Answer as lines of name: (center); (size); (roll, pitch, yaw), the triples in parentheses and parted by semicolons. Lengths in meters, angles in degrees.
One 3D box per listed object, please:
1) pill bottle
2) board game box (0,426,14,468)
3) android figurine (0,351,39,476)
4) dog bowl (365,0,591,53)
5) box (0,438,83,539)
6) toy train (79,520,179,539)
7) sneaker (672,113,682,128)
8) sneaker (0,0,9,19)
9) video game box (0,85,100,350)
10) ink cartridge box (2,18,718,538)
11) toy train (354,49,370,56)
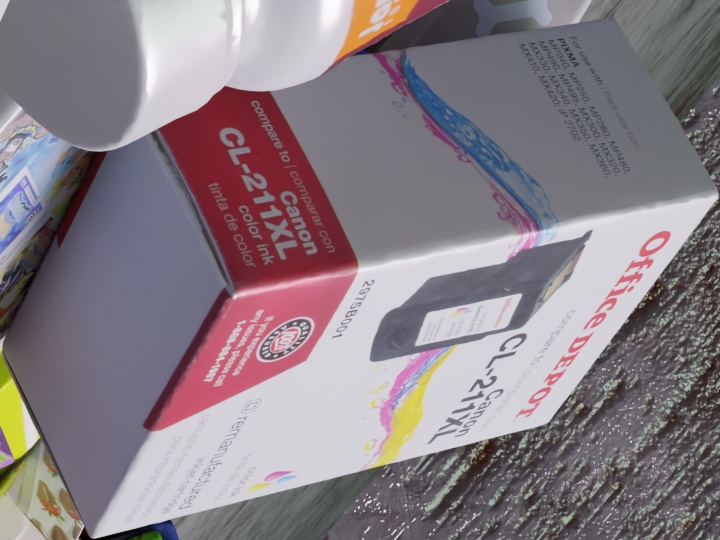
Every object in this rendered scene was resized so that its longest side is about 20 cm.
pill bottle: (-0.010, -0.117, 0.740); (0.200, 0.114, 0.114); (-32, 165, -29)
board game box: (-0.182, 0.067, 0.893); (0.119, 0.032, 0.200); (-21, 171, -2)
android figurine: (-0.161, 0.060, 1.089); (0.200, 0.041, 0.182); (-47, 172, -15)
dog bowl: (0.030, -0.101, 1.076); (0.200, 0.059, 0.200); (-51, -167, 17)
box: (-0.136, 0.091, 1.208); (0.041, 0.039, 0.200); (-39, -172, 12)
toy train: (-0.171, 0.167, 1.219); (0.199, 0.085, 0.116); (-19, -179, -1)
sneaker: (0.047, -0.002, 1.107); (0.200, 0.077, 0.084); (-42, 164, 19)
sneaker: (-0.097, -0.105, 0.594); (0.201, 0.072, 0.114); (-54, 167, -20)
video game box: (-0.100, -0.050, 0.885); (0.182, 0.047, 0.200); (-52, 173, -6)
ink cartridge box: (0.000, 0.000, 0.942); (0.199, 0.083, 0.146); (-11, 149, -34)
toy train: (-0.046, -0.053, 1.025); (0.046, 0.034, 0.200); (-57, -164, -24)
